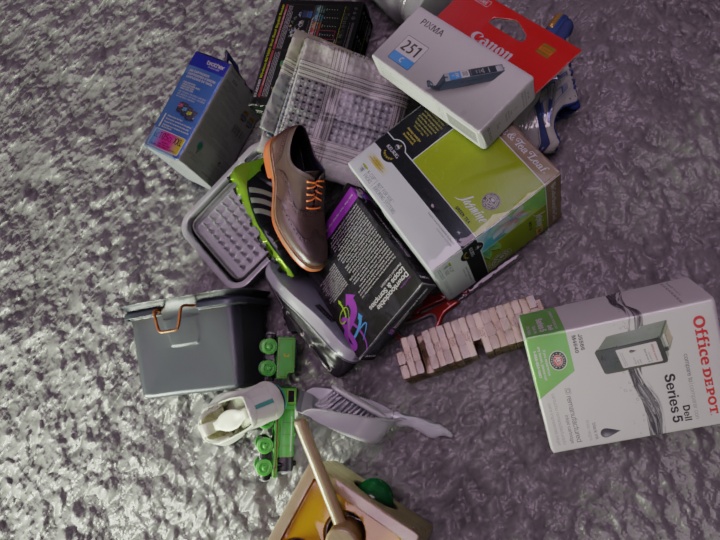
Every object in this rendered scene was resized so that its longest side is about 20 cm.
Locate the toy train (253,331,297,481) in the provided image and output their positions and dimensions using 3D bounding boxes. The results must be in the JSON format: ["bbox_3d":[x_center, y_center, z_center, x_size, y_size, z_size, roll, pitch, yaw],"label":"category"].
[{"bbox_3d":[-0.115,0.186,0.852,0.056,0.042,0.202,3,83,-15],"label":"toy train"}]

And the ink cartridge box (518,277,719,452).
[{"bbox_3d":[0.297,0.107,0.702,0.199,0.084,0.146,-15,101,13],"label":"ink cartridge box"}]

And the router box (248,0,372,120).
[{"bbox_3d":[-0.078,-0.332,0.992,0.149,0.062,0.201,11,78,19],"label":"router box"}]

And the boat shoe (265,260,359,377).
[{"bbox_3d":[-0.076,0.070,0.877,0.200,0.070,0.066,43,114,19],"label":"boat shoe"}]

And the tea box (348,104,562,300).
[{"bbox_3d":[0.127,-0.108,0.818,0.196,0.134,0.200,-37,64,4],"label":"tea box"}]

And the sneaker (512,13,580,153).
[{"bbox_3d":[0.269,-0.256,0.865,0.088,0.075,0.201,21,88,10],"label":"sneaker"}]

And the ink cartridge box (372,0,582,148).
[{"bbox_3d":[0.142,-0.274,0.777,0.176,0.045,0.200,-45,62,-2],"label":"ink cartridge box"}]

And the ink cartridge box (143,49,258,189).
[{"bbox_3d":[-0.234,-0.244,0.976,0.076,0.136,0.201,26,83,17],"label":"ink cartridge box"}]

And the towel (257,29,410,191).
[{"bbox_3d":[-0.037,-0.229,0.903,0.199,0.035,0.194,19,96,-4],"label":"towel"}]

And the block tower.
[{"bbox_3d":[0.146,0.090,0.801,0.199,0.058,0.054,-20,70,10],"label":"block tower"}]

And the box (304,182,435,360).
[{"bbox_3d":[0.000,0.000,0.838,0.143,0.036,0.200,-52,52,25],"label":"box"}]

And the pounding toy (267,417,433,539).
[{"bbox_3d":[-0.028,0.313,0.741,0.183,0.142,0.201,27,84,22],"label":"pounding toy"}]

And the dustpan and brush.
[{"bbox_3d":[0.021,0.188,0.792,0.199,0.140,0.057,28,88,-3],"label":"dustpan and brush"}]

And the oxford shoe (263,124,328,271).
[{"bbox_3d":[-0.079,-0.099,0.837,0.072,0.071,0.201,-24,81,49],"label":"oxford shoe"}]

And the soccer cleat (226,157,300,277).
[{"bbox_3d":[-0.122,-0.083,0.888,0.081,0.068,0.201,-27,67,-6],"label":"soccer cleat"}]

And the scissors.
[{"bbox_3d":[0.135,0.040,0.844,0.199,0.014,0.074,-18,67,11],"label":"scissors"}]

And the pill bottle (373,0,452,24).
[{"bbox_3d":[0.062,-0.459,0.959,0.113,0.113,0.200,-39,67,3],"label":"pill bottle"}]

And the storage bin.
[{"bbox_3d":[-0.230,0.106,0.878,0.199,0.145,0.135,-10,81,14],"label":"storage bin"}]

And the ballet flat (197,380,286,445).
[{"bbox_3d":[-0.175,0.195,0.815,0.200,0.069,0.070,-31,63,42],"label":"ballet flat"}]

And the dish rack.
[{"bbox_3d":[-0.165,-0.083,0.957,0.200,0.044,0.172,-45,67,0],"label":"dish rack"}]
